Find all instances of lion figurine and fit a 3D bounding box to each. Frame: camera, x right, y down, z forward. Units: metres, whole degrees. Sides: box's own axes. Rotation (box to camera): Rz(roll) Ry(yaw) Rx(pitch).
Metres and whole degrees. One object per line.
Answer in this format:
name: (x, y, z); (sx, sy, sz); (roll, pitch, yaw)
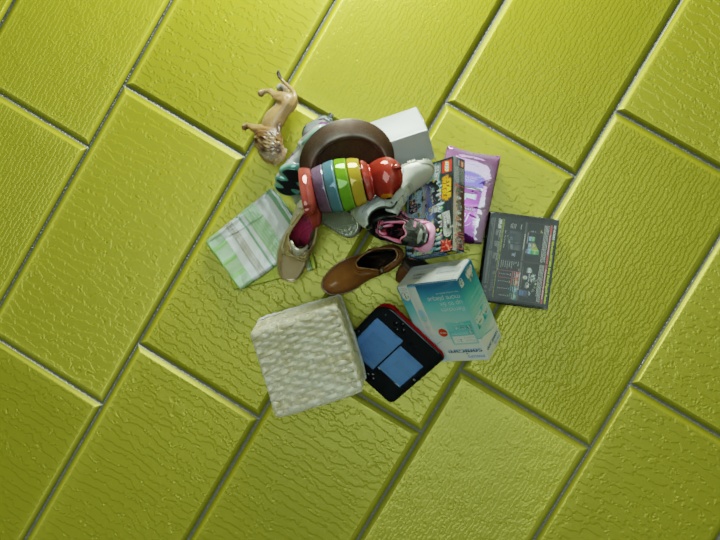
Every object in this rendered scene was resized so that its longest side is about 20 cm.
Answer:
lion figurine: (-0.185, -0.337, 1.461); (0.122, 0.072, 0.200); (29, 100, 36)

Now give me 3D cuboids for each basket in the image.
basket: (-0.108, 0.173, 1.366); (0.200, 0.161, 0.198); (-17, 92, 3)

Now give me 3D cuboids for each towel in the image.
towel: (-0.204, -0.020, 1.511); (0.200, 0.018, 0.086); (-14, 84, 5)
towel: (-0.234, -0.071, 1.495); (0.200, 0.031, 0.149); (-37, 80, 2)

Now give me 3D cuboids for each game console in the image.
game console: (0.060, 0.180, 1.436); (0.177, 0.031, 0.200); (45, 127, 4)

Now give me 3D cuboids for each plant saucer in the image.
plant saucer: (-0.025, -0.215, 1.370); (0.200, 0.035, 0.200); (-5, 131, -6)

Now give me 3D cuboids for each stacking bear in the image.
stacking bear: (-0.014, -0.170, 1.311); (0.200, 0.121, 0.114); (-12, 75, 4)

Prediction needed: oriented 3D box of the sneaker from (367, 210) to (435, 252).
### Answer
sneaker: (0.064, -0.090, 1.393); (0.095, 0.200, 0.079); (2, 100, -37)

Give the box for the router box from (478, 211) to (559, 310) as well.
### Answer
router box: (0.341, -0.022, 1.446); (0.150, 0.062, 0.200); (8, 91, 4)

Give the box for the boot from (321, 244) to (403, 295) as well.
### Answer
boot: (0.000, 0.000, 1.425); (0.200, 0.155, 0.077); (-18, 89, 4)

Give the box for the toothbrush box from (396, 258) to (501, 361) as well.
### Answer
toothbrush box: (0.186, 0.087, 1.383); (0.146, 0.085, 0.200); (-7, 119, 36)

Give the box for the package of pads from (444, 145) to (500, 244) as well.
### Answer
package of pads: (0.226, -0.164, 1.448); (0.120, 0.076, 0.200); (13, 91, 7)

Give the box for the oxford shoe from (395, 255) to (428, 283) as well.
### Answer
oxford shoe: (0.169, 0.045, 1.468); (0.200, 0.071, 0.071); (32, 122, 1)

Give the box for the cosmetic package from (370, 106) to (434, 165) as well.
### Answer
cosmetic package: (0.049, -0.268, 1.433); (0.200, 0.113, 0.081); (-16, 131, 4)

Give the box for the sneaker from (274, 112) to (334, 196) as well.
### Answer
sneaker: (-0.113, -0.261, 1.459); (0.078, 0.140, 0.200); (34, 125, -21)

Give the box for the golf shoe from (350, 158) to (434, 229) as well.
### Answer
golf shoe: (0.075, -0.150, 1.367); (0.200, 0.078, 0.097); (-31, 51, 5)

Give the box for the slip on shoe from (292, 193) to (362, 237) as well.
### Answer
slip on shoe: (-0.076, -0.139, 1.481); (0.200, 0.061, 0.074); (37, 100, 16)

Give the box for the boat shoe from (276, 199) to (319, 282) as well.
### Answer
boat shoe: (-0.136, -0.058, 1.435); (0.074, 0.069, 0.200); (13, 111, -11)

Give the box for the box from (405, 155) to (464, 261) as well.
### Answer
box: (0.156, -0.128, 1.397); (0.137, 0.040, 0.200); (-11, 74, 48)
